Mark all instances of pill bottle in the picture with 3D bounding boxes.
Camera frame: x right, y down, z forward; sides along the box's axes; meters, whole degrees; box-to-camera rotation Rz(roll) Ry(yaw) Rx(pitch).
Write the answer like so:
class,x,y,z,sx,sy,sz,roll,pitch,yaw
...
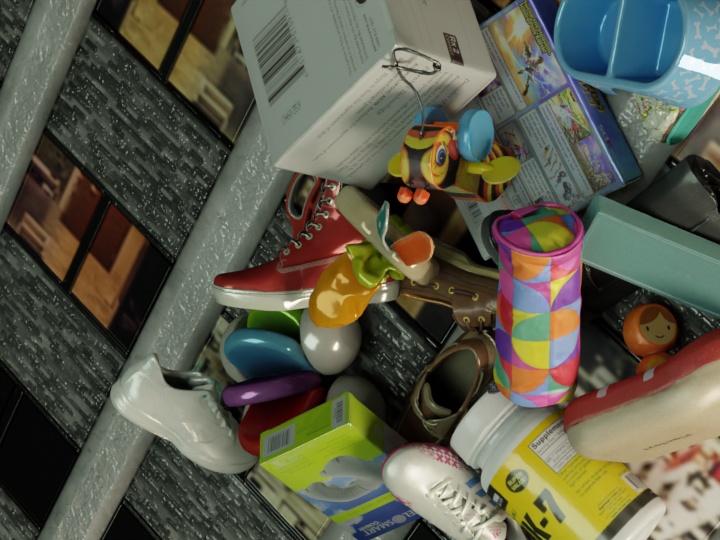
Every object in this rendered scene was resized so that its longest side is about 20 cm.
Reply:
class,x,y,z,sx,sy,sz,roll,pitch,yaw
pill bottle,0.190,0.205,1.578,0.200,0.114,0.115,42,125,20

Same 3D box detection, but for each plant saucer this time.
class,x,y,z,sx,sy,sz,roll,pitch,yaw
plant saucer,0.285,-0.001,1.437,0.198,0.019,0.070,21,128,-6

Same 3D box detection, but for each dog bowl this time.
class,x,y,z,sx,sy,sz,roll,pitch,yaw
dog bowl,0.241,-0.206,1.403,0.199,0.049,0.113,23,106,56

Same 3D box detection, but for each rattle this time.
class,x,y,z,sx,sy,sz,roll,pitch,yaw
rattle,0.000,0.000,1.522,0.142,0.200,0.131,-32,108,1

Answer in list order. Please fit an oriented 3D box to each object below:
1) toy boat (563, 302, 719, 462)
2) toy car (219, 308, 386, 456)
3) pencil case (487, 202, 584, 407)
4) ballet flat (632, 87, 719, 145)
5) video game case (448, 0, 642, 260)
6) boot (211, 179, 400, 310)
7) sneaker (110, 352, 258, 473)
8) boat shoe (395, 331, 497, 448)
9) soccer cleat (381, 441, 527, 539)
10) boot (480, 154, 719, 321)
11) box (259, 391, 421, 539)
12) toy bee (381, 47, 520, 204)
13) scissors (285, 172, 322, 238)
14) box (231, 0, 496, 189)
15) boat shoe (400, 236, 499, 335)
class,x,y,z,sx,sy,sz,roll,pitch,yaw
toy boat,0.277,0.093,1.485,0.199,0.130,0.132,-26,65,39
toy car,-0.083,0.129,1.733,0.174,0.149,0.202,-11,100,38
pencil case,0.157,0.033,1.452,0.088,0.088,0.202,26,138,28
ballet flat,0.304,-0.194,1.399,0.064,0.075,0.200,53,125,21
video game case,0.150,-0.138,1.547,0.180,0.045,0.202,-29,86,40
boot,-0.060,-0.036,1.672,0.197,0.072,0.146,-6,103,-5
sneaker,-0.179,0.159,1.817,0.089,0.199,0.076,-46,33,19
boat shoe,0.082,0.130,1.662,0.076,0.072,0.201,43,125,18
soccer cleat,0.102,0.234,1.613,0.070,0.199,0.086,-51,42,5
boot,0.232,-0.043,1.461,0.199,0.164,0.066,-31,40,42
box,0.001,0.212,1.673,0.121,0.048,0.200,-27,131,26
toy bee,0.067,-0.101,1.458,0.130,0.199,0.110,-3,63,55
scissors,-0.069,-0.022,1.769,0.073,0.014,0.201,34,124,15
box,-0.002,-0.220,1.541,0.200,0.130,0.201,-40,55,37
boat shoe,0.124,0.033,1.589,0.199,0.072,0.068,27,83,33
